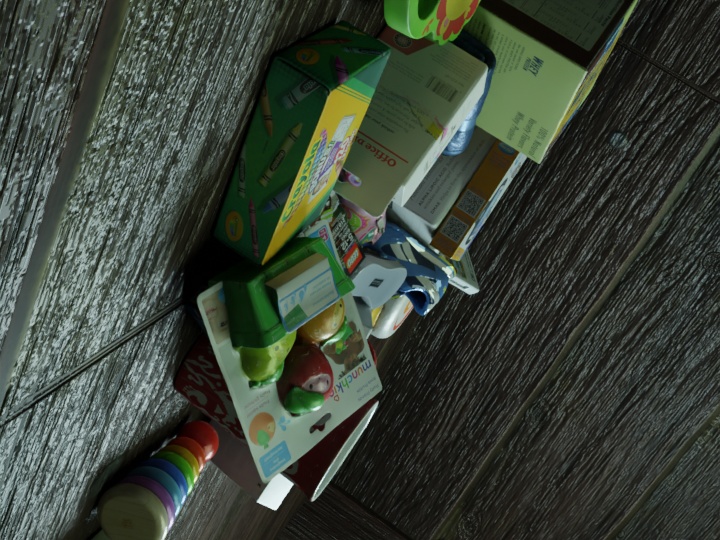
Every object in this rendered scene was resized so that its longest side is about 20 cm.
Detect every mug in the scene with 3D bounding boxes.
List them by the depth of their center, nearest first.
[{"bbox_3d":[-0.088,0.136,1.101,0.178,0.200,0.134,-48,167,-46],"label":"mug"}]

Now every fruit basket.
[{"bbox_3d":[-0.057,0.074,0.935,0.094,0.201,0.185,-6,-160,46],"label":"fruit basket"}]

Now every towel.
[{"bbox_3d":[0.093,-0.211,1.142,0.049,0.111,0.200,-52,170,-22],"label":"towel"}]

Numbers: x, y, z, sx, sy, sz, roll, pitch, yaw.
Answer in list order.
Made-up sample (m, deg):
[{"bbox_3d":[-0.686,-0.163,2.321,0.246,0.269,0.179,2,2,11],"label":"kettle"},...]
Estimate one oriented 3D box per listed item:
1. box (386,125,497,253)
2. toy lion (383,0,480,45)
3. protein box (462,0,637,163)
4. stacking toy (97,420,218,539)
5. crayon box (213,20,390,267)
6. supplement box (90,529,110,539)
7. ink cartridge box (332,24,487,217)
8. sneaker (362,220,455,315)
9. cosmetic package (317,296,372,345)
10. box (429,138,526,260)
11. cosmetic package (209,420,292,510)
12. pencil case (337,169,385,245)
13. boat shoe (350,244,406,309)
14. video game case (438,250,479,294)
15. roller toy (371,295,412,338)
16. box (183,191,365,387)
[{"bbox_3d":[0.099,-0.140,1.359,0.200,0.131,0.199,-54,170,-13],"label":"box"},{"bbox_3d":[0.083,-0.288,0.907,0.200,0.069,0.192,-51,162,-30],"label":"toy lion"},{"bbox_3d":[0.184,-0.272,1.134,0.135,0.200,0.199,-53,170,-23],"label":"protein box"},{"bbox_3d":[-0.229,0.243,1.148,0.086,0.085,0.200,-61,177,26],"label":"stacking toy"},{"bbox_3d":[-0.054,-0.113,0.867,0.119,0.058,0.200,-46,166,-51],"label":"crayon box"},{"bbox_3d":[-0.320,0.441,1.122,0.200,0.134,0.200,-62,170,29],"label":"supplement box"},{"bbox_3d":[0.030,-0.152,1.001,0.200,0.116,0.068,-54,170,-12],"label":"ink cartridge box"},{"bbox_3d":[0.042,-0.011,1.319,0.074,0.200,0.082,-2,-121,63],"label":"sneaker"},{"bbox_3d":[-0.039,0.059,1.293,0.102,0.074,0.200,-60,-169,18],"label":"cosmetic package"},{"bbox_3d":[0.168,-0.106,1.301,0.200,0.041,0.119,-56,171,6],"label":"box"},{"bbox_3d":[-0.117,0.200,1.319,0.200,0.151,0.052,-56,137,-6],"label":"cosmetic package"},{"bbox_3d":[0.008,-0.109,1.137,0.087,0.087,0.200,-51,169,-30],"label":"pencil case"},{"bbox_3d":[0.000,0.000,1.200,0.070,0.066,0.200,-50,162,10],"label":"boat shoe"},{"bbox_3d":[0.130,-0.071,1.533,0.023,0.201,0.182,-20,163,18],"label":"video game case"},{"bbox_3d":[0.042,0.009,1.543,0.183,0.140,0.200,-58,171,2],"label":"roller toy"},{"bbox_3d":[-0.082,0.008,1.009,0.200,0.038,0.137,-53,140,-24],"label":"box"}]
